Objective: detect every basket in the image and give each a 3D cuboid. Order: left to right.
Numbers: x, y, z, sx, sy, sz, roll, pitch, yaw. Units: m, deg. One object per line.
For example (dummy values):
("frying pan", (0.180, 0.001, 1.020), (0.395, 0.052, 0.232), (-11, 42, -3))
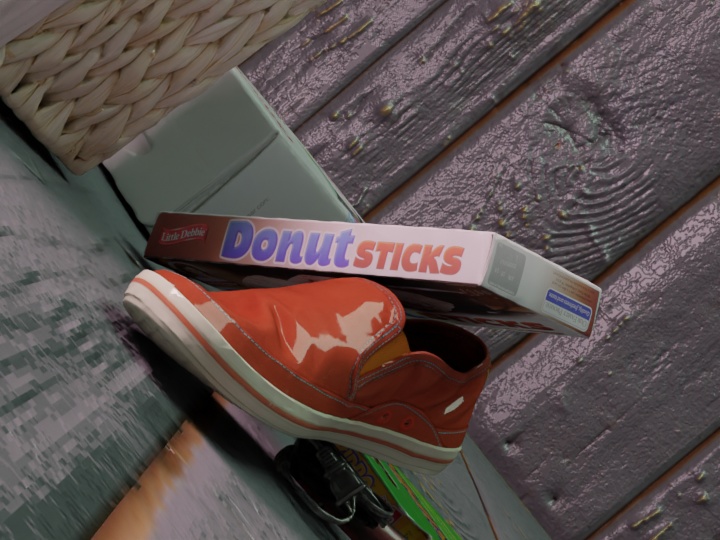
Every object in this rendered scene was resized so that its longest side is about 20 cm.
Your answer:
("basket", (-0.092, -0.155, 0.822), (0.136, 0.199, 0.124), (52, -3, 37))

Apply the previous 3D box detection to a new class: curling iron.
("curling iron", (0.032, 0.135, 0.792), (0.200, 0.026, 0.050), (50, -1, -22))

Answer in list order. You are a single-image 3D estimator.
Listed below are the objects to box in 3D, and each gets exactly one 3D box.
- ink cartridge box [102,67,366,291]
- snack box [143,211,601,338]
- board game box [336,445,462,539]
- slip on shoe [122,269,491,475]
("ink cartridge box", (-0.054, -0.029, 1.049), (0.200, 0.084, 0.145), (49, 2, -46))
("snack box", (0.000, 0.000, 0.819), (0.199, 0.025, 0.072), (5, -13, 45))
("board game box", (0.044, 0.144, 0.940), (0.200, 0.030, 0.096), (54, -1, -40))
("slip on shoe", (-0.015, 0.028, 0.742), (0.074, 0.061, 0.200), (35, 7, 37))
